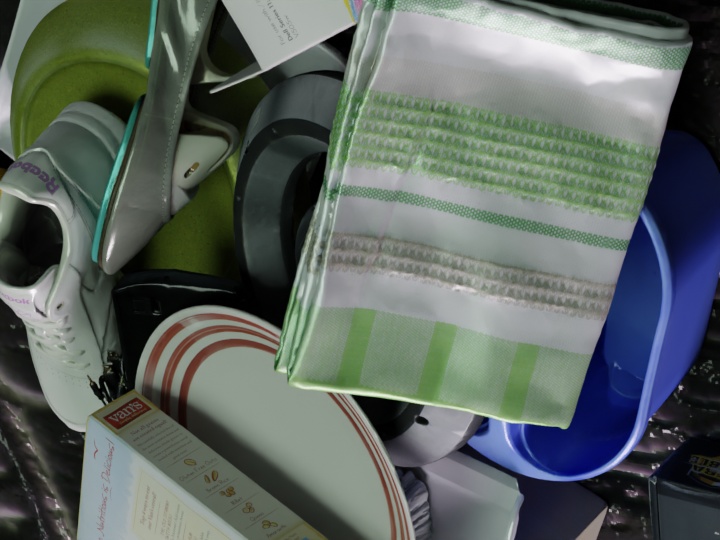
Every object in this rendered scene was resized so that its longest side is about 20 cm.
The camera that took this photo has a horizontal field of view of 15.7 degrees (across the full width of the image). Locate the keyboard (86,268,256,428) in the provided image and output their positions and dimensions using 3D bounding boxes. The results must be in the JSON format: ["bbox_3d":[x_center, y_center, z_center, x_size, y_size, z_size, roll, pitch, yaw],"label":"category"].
[{"bbox_3d":[-0.091,0.070,1.389,0.104,0.040,0.200,6,130,13],"label":"keyboard"}]

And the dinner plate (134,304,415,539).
[{"bbox_3d":[-0.040,0.106,1.317,0.200,0.024,0.200,27,133,34],"label":"dinner plate"}]

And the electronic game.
[{"bbox_3d":[0.000,0.000,1.269,0.200,0.042,0.200,32,132,44],"label":"electronic game"}]

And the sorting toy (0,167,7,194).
[{"bbox_3d":[-0.308,-0.072,1.537,0.180,0.107,0.200,53,136,9],"label":"sorting toy"}]

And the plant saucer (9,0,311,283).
[{"bbox_3d":[-0.117,-0.052,1.396,0.200,0.031,0.200,20,128,27],"label":"plant saucer"}]

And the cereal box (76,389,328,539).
[{"bbox_3d":[-0.067,0.170,1.339,0.200,0.040,0.144,36,136,27],"label":"cereal box"}]

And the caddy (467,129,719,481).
[{"bbox_3d":[0.092,0.008,1.260,0.141,0.105,0.200,25,129,23],"label":"caddy"}]

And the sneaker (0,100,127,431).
[{"bbox_3d":[-0.165,0.010,1.381,0.075,0.100,0.200,20,129,24],"label":"sneaker"}]

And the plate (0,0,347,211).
[{"bbox_3d":[-0.102,-0.094,1.401,0.200,0.032,0.200,36,133,15],"label":"plate"}]

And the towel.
[{"bbox_3d":[0.054,-0.029,1.153,0.149,0.031,0.200,10,109,-12],"label":"towel"}]

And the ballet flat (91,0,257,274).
[{"bbox_3d":[-0.084,-0.088,1.299,0.064,0.067,0.200,14,100,3],"label":"ballet flat"}]

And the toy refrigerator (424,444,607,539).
[{"bbox_3d":[0.025,0.116,1.403,0.200,0.076,0.070,30,131,19],"label":"toy refrigerator"}]

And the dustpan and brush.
[{"bbox_3d":[0.006,0.176,1.359,0.139,0.057,0.200,23,128,25],"label":"dustpan and brush"}]

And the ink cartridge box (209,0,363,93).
[{"bbox_3d":[0.007,-0.160,1.214,0.200,0.117,0.067,-23,100,43],"label":"ink cartridge box"}]

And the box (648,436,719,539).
[{"bbox_3d":[0.244,0.178,1.291,0.200,0.046,0.159,12,123,32],"label":"box"}]
